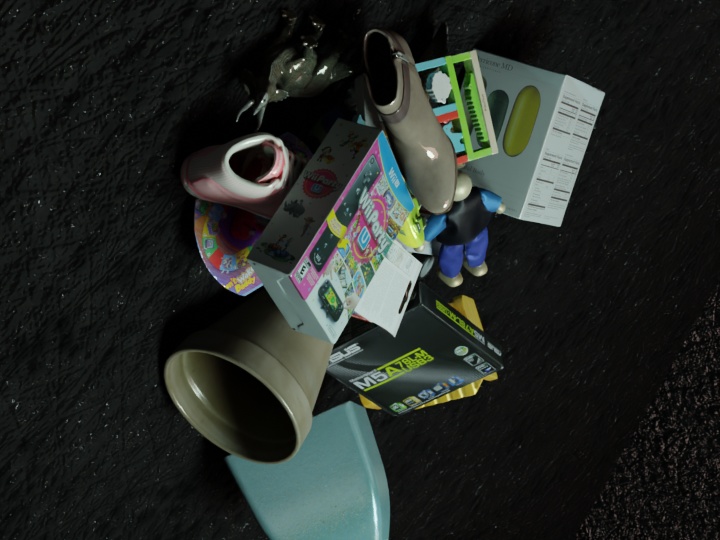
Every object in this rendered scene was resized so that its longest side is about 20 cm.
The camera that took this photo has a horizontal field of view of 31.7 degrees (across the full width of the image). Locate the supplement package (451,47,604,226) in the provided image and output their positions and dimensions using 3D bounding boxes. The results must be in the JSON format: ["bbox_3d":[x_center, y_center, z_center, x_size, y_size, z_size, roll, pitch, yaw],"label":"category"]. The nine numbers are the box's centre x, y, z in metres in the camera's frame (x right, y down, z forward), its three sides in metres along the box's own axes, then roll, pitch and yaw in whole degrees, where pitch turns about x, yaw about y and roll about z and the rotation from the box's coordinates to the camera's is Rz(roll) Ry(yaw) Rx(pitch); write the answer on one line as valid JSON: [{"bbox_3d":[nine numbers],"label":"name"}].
[{"bbox_3d":[0.219,-0.184,1.772,0.150,0.151,0.201,4,106,-59],"label":"supplement package"}]

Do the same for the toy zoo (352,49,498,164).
[{"bbox_3d":[0.069,-0.180,1.518,0.199,0.020,0.132,-19,100,-28],"label":"toy zoo"}]

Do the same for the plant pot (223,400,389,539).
[{"bbox_3d":[-0.053,0.322,1.818,0.195,0.201,0.196,-25,168,2],"label":"plant pot"}]

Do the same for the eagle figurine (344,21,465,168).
[{"bbox_3d":[0.069,-0.201,1.614,0.152,0.150,0.201,-82,153,-61],"label":"eagle figurine"}]

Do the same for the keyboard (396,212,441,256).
[{"bbox_3d":[0.092,-0.048,1.712,0.200,0.011,0.057,6,112,-58],"label":"keyboard"}]

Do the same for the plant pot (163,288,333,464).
[{"bbox_3d":[-0.121,0.115,1.614,0.174,0.199,0.201,-53,159,-37],"label":"plant pot"}]

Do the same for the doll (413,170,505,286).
[{"bbox_3d":[0.129,-0.056,1.684,0.136,0.049,0.201,-23,144,-11],"label":"doll"}]

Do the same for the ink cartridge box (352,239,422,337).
[{"bbox_3d":[0.000,0.000,1.576,0.200,0.050,0.110,37,72,-55],"label":"ink cartridge box"}]

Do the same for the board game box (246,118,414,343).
[{"bbox_3d":[-0.028,-0.044,1.410,0.201,0.064,0.148,-60,149,-22],"label":"board game box"}]

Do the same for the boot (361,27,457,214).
[{"bbox_3d":[0.047,-0.169,1.405,0.070,0.201,0.146,-21,166,12],"label":"boot"}]

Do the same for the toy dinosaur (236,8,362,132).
[{"bbox_3d":[-0.067,-0.227,1.407,0.200,0.077,0.102,-22,152,-54],"label":"toy dinosaur"}]

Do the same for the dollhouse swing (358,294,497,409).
[{"bbox_3d":[0.072,0.133,1.847,0.199,0.183,0.176,-16,-171,18],"label":"dollhouse swing"}]

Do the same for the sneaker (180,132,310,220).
[{"bbox_3d":[-0.088,-0.101,1.397,0.199,0.104,0.076,7,78,-34],"label":"sneaker"}]

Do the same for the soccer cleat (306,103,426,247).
[{"bbox_3d":[0.009,-0.108,1.550,0.083,0.201,0.065,-29,-168,17],"label":"soccer cleat"}]

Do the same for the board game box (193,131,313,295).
[{"bbox_3d":[-0.102,-0.063,1.484,0.200,0.039,0.159,-31,118,-35],"label":"board game box"}]

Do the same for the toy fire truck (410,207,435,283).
[{"bbox_3d":[0.007,-0.019,1.735,0.200,0.128,0.177,-32,148,-55],"label":"toy fire truck"}]

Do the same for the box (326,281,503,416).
[{"bbox_3d":[0.064,0.114,1.758,0.199,0.048,0.193,-27,136,29],"label":"box"}]
